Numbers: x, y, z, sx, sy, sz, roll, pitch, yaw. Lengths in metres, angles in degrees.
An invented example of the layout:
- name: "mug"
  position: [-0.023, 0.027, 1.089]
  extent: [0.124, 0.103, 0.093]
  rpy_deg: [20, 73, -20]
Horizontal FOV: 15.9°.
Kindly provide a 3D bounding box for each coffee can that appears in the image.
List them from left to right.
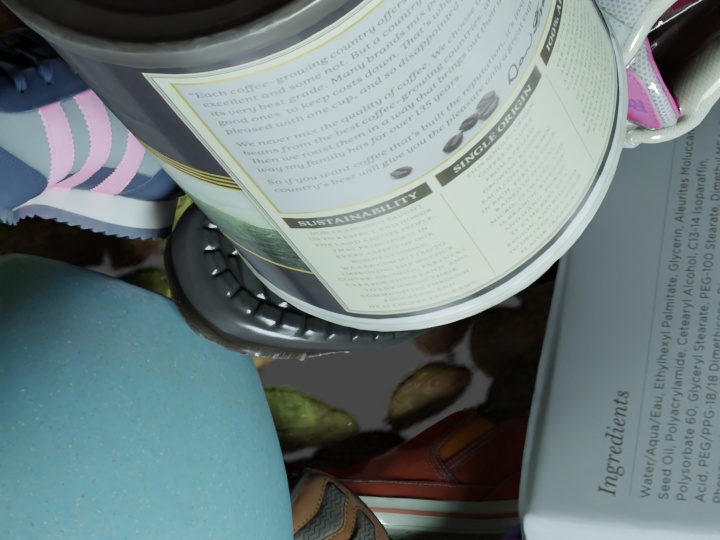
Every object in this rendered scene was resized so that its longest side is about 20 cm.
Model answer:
- name: "coffee can"
  position: [-0.012, -0.085, 0.761]
  extent: [0.146, 0.147, 0.200]
  rpy_deg: [-33, 150, 3]

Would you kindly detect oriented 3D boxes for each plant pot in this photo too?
- name: "plant pot"
  position: [-0.106, 0.072, 0.915]
  extent: [0.200, 0.200, 0.135]
  rpy_deg: [26, 79, -42]

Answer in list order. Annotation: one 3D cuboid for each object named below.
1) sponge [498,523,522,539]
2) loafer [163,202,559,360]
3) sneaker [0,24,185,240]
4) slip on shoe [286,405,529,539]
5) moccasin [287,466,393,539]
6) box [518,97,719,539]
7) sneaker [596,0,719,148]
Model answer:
- name: "sponge"
  position: [0.020, 0.174, 1.092]
  extent: [0.111, 0.030, 0.200]
  rpy_deg: [-37, 166, -25]
- name: "loafer"
  position: [0.000, 0.000, 0.937]
  extent: [0.199, 0.073, 0.071]
  rpy_deg: [-6, 164, -46]
- name: "sneaker"
  position: [-0.105, -0.061, 0.825]
  extent: [0.082, 0.070, 0.200]
  rpy_deg: [-62, 161, 9]
- name: "slip on shoe"
  position: [0.039, 0.091, 1.089]
  extent: [0.199, 0.062, 0.074]
  rpy_deg: [-5, 157, -9]
- name: "moccasin"
  position: [-0.034, 0.148, 1.051]
  extent: [0.078, 0.074, 0.201]
  rpy_deg: [36, 138, -2]
- name: "box"
  position: [0.139, 0.068, 0.948]
  extent: [0.130, 0.201, 0.199]
  rpy_deg: [4, 143, 12]
- name: "sneaker"
  position: [0.076, -0.085, 0.899]
  extent: [0.199, 0.089, 0.081]
  rpy_deg: [-21, 141, 22]
